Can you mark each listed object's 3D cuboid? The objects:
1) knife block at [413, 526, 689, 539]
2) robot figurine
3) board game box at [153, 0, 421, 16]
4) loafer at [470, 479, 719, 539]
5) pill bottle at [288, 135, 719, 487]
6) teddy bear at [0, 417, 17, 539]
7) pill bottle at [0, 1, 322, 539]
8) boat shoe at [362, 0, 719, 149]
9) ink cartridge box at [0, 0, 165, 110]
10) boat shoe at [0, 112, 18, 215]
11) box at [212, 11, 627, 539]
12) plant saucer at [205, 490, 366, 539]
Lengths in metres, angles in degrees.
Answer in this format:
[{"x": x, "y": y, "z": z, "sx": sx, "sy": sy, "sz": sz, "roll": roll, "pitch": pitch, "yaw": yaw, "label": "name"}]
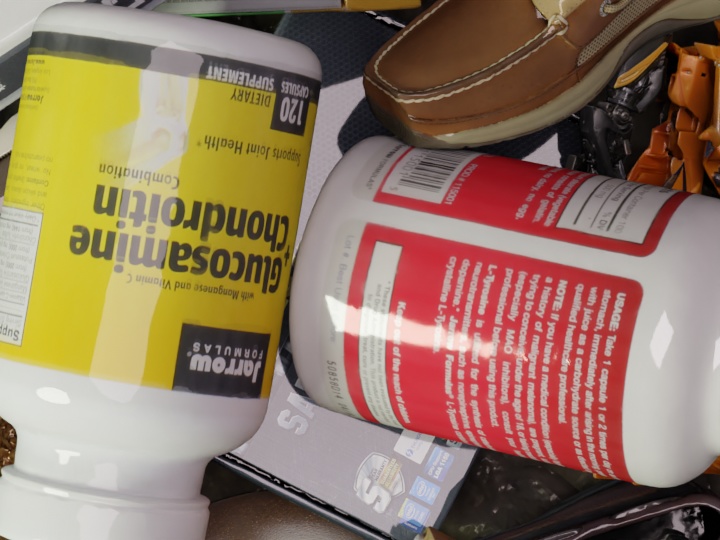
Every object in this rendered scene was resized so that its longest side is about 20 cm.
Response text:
[{"x": 0.079, "y": 0.187, "z": 1.065, "sx": 0.175, "sy": 0.064, "sz": 0.200, "roll": 30, "pitch": 93, "yaw": -5, "label": "knife block"}, {"x": 0.148, "y": -0.010, "z": 1.124, "sx": 0.145, "sy": 0.058, "sz": 0.200, "roll": 5, "pitch": 98, "yaw": -35, "label": "robot figurine"}, {"x": -0.042, "y": -0.203, "z": 1.085, "sx": 0.040, "sy": 0.153, "sz": 0.200, "roll": -8, "pitch": 98, "yaw": -38, "label": "board game box"}, {"x": 0.067, "y": 0.142, "z": 1.122, "sx": 0.200, "sy": 0.063, "sz": 0.072, "roll": -30, "pitch": 94, "yaw": -16, "label": "loafer"}, {"x": 0.083, "y": 0.019, "z": 1.028, "sx": 0.200, "sy": 0.112, "sz": 0.112, "roll": 12, "pitch": 91, "yaw": 21, "label": "pill bottle"}, {"x": -0.149, "y": 0.092, "z": 1.111, "sx": 0.145, "sy": 0.067, "sz": 0.200, "roll": -39, "pitch": 102, "yaw": 14, "label": "teddy bear"}, {"x": -0.083, "y": 0.005, "z": 1.018, "sx": 0.112, "sy": 0.112, "sz": 0.200, "roll": 9, "pitch": 91, "yaw": -2, "label": "pill bottle"}, {"x": 0.085, "y": -0.120, "z": 1.062, "sx": 0.200, "sy": 0.076, "sz": 0.074, "roll": -32, "pitch": 135, "yaw": -23, "label": "boat shoe"}, {"x": -0.148, "y": -0.171, "z": 1.098, "sx": 0.200, "sy": 0.043, "sz": 0.198, "roll": -33, "pitch": 61, "yaw": 2, "label": "ink cartridge box"}, {"x": -0.163, "y": -0.008, "z": 1.124, "sx": 0.200, "sy": 0.072, "sz": 0.060, "roll": -34, "pitch": 79, "yaw": 2, "label": "boat shoe"}, {"x": 0.000, "y": 0.000, "z": 1.138, "sx": 0.158, "sy": 0.051, "sz": 0.200, "roll": 28, "pitch": 84, "yaw": -1, "label": "box"}, {"x": -0.031, "y": 0.195, "z": 1.159, "sx": 0.200, "sy": 0.032, "sz": 0.200, "roll": 0, "pitch": 90, "yaw": -2, "label": "plant saucer"}]
